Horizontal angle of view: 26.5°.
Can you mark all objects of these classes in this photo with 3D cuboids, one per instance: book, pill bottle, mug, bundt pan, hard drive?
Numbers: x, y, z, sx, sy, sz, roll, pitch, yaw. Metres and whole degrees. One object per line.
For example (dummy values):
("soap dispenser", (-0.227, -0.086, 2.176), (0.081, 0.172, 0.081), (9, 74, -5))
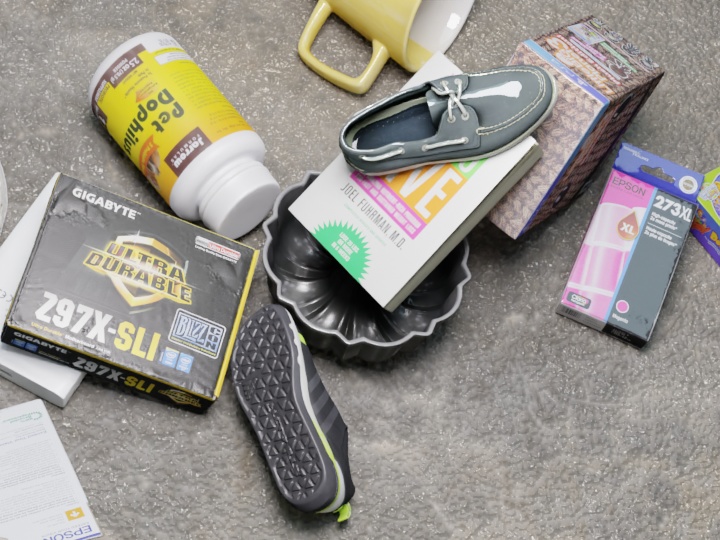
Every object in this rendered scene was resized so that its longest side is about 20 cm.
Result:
("book", (0.049, -0.081, 1.387), (0.134, 0.048, 0.200), (44, 94, 17))
("pill bottle", (-0.166, -0.126, 1.472), (0.109, 0.110, 0.200), (-32, 70, -26))
("mug", (0.018, -0.300, 1.601), (0.152, 0.150, 0.187), (32, 51, 18))
("bundt pan", (0.000, 0.000, 1.449), (0.200, 0.076, 0.204), (5, 59, -9))
("hard drive", (-0.278, 0.014, 1.414), (0.131, 0.026, 0.201), (27, 57, 5))

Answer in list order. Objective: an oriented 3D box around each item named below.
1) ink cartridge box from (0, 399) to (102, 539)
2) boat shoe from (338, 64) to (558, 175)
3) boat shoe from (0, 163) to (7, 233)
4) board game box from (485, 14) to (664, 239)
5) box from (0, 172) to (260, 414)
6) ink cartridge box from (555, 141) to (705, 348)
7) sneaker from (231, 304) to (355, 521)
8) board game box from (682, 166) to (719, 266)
("ink cartridge box", (-0.325, 0.196, 1.235), (0.195, 0.044, 0.200), (-15, 35, -20))
("boat shoe", (0.074, -0.133, 1.332), (0.198, 0.062, 0.074), (-16, 76, 15))
("boat shoe", (-0.351, -0.061, 1.393), (0.070, 0.070, 0.201), (23, 37, -22))
("board game box", (0.188, -0.143, 1.481), (0.097, 0.160, 0.200), (38, 30, 13))
("box", (-0.206, 0.021, 1.384), (0.198, 0.049, 0.161), (22, 62, -13))
("ink cartridge box", (0.272, -0.031, 1.522), (0.094, 0.037, 0.201), (23, 70, 4))
("sneaker", (-0.056, 0.130, 1.367), (0.071, 0.083, 0.202), (-26, 67, 23))
("board game box", (0.444, -0.066, 1.599), (0.199, 0.045, 0.135), (-27, 68, -24))
